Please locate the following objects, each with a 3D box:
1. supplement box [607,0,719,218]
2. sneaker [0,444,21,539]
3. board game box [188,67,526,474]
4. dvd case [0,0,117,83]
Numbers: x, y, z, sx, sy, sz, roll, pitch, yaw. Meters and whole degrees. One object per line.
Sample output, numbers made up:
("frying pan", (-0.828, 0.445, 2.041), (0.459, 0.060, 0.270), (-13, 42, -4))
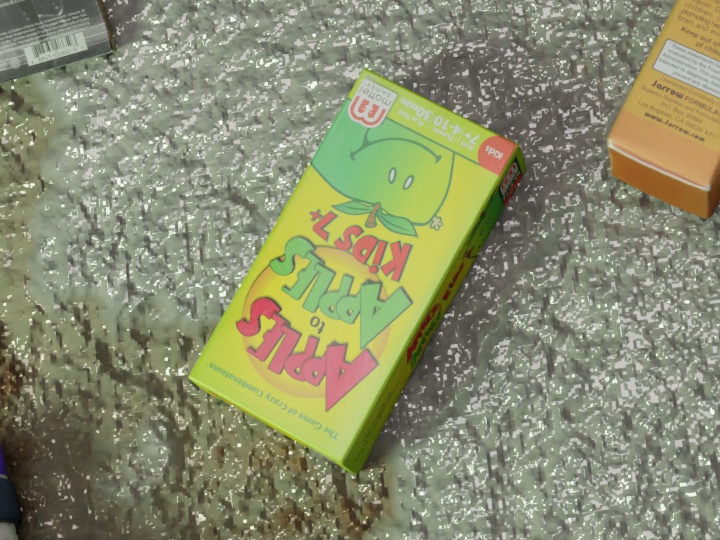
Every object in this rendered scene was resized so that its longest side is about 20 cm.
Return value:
("supplement box", (0.208, -0.134, 1.105), (0.069, 0.067, 0.201), (24, 83, 15))
("sneaker", (-0.193, 0.156, 1.099), (0.199, 0.081, 0.147), (2, 81, 16))
("board game box", (0.000, 0.000, 1.120), (0.101, 0.048, 0.201), (27, 83, 15))
("dvd case", (-0.243, -0.207, 1.189), (0.148, 0.016, 0.201), (-15, 100, 7))
